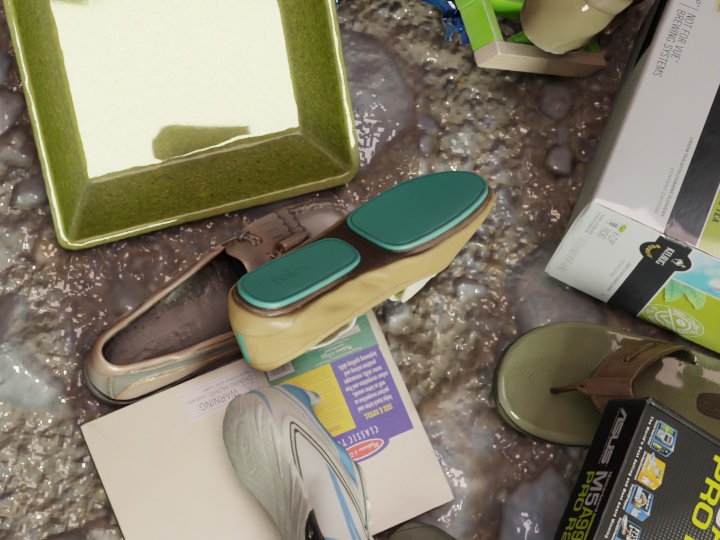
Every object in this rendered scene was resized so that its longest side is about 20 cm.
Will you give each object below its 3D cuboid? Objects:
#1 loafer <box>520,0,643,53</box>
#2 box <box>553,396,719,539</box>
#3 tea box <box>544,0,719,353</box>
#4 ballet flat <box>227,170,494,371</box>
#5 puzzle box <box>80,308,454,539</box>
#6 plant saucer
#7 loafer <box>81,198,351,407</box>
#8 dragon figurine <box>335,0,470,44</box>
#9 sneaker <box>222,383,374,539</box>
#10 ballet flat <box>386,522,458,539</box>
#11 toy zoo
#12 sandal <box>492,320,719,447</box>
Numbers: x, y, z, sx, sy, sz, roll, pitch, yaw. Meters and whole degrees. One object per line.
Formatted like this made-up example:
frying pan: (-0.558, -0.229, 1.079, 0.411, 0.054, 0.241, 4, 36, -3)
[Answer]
loafer: (0.137, -0.181, 1.312, 0.067, 0.200, 0.076, -38, 88, 19)
box: (0.184, 0.199, 1.245, 0.159, 0.044, 0.201, 31, 72, -22)
tea box: (0.248, -0.064, 1.299, 0.195, 0.134, 0.201, 24, 69, 1)
ballet flat: (0.000, 0.000, 1.281, 0.199, 0.064, 0.069, -26, 43, -29)
puzzle box: (-0.056, 0.120, 1.279, 0.198, 0.025, 0.134, -21, 78, -12)
plant saucer: (-0.112, -0.132, 1.289, 0.198, 0.048, 0.202, -14, 116, -10)
loafer: (-0.081, 0.018, 1.284, 0.199, 0.063, 0.072, -33, 81, -13)
dragon figurine: (0.015, -0.220, 1.320, 0.098, 0.201, 0.059, -9, 48, 20)
sneaker: (-0.014, 0.153, 1.214, 0.072, 0.072, 0.201, -9, 62, -34)
ballet flat: (-0.002, 0.235, 1.228, 0.200, 0.063, 0.067, -52, 124, -17)
toy zoo: (0.087, -0.223, 1.345, 0.131, 0.020, 0.202, -1, 69, -53)
sandal: (0.182, 0.073, 1.301, 0.199, 0.057, 0.081, 8, 74, -4)
